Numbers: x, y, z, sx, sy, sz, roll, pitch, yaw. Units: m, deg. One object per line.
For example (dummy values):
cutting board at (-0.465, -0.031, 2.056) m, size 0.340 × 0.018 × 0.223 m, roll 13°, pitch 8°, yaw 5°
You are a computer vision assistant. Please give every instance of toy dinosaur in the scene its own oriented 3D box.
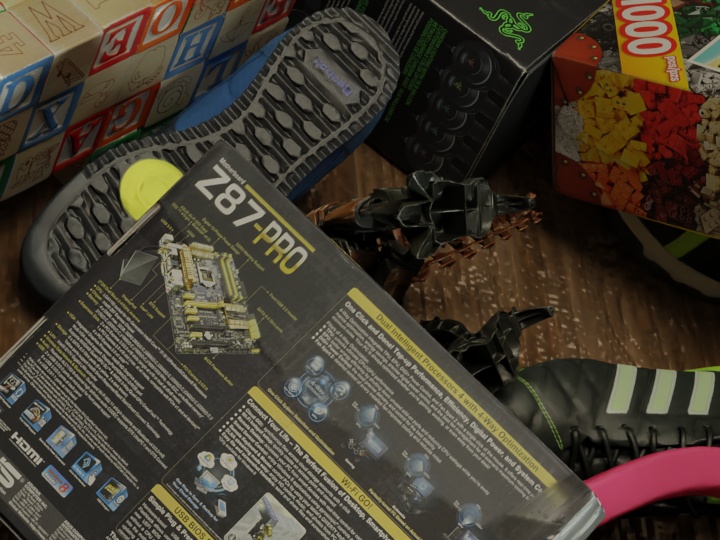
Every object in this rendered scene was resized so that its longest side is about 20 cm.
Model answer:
toy dinosaur at (0.000, 0.000, 1.079) m, size 0.200 × 0.135 × 0.102 m, roll -47°, pitch 120°, yaw -30°

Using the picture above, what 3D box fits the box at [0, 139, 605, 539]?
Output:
box at (-0.036, 0.075, 0.963) m, size 0.200 × 0.049 × 0.161 m, roll 43°, pitch 88°, yaw 18°

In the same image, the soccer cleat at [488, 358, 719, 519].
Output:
soccer cleat at (0.121, 0.074, 1.088) m, size 0.199 × 0.068 × 0.081 m, roll -5°, pitch 20°, yaw -32°

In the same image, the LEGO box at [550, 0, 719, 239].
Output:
LEGO box at (0.199, -0.096, 1.213) m, size 0.148 × 0.077 × 0.200 m, roll 17°, pitch 39°, yaw 28°

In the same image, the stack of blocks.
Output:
stack of blocks at (-0.113, -0.092, 1.105) m, size 0.059 × 0.115 × 0.200 m, roll 42°, pitch 45°, yaw 16°

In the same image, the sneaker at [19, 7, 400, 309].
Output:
sneaker at (-0.066, -0.036, 1.126) m, size 0.200 × 0.078 × 0.066 m, roll -39°, pitch 87°, yaw -27°

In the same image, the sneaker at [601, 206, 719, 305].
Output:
sneaker at (0.212, -0.018, 1.226) m, size 0.199 × 0.083 × 0.072 m, roll 25°, pitch 41°, yaw -3°

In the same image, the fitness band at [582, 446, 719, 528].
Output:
fitness band at (0.114, 0.146, 1.007) m, size 0.199 × 0.037 × 0.144 m, roll -20°, pitch 82°, yaw -34°

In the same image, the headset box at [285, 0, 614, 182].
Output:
headset box at (0.037, -0.147, 1.255) m, size 0.200 × 0.093 × 0.174 m, roll 39°, pitch 43°, yaw 11°
